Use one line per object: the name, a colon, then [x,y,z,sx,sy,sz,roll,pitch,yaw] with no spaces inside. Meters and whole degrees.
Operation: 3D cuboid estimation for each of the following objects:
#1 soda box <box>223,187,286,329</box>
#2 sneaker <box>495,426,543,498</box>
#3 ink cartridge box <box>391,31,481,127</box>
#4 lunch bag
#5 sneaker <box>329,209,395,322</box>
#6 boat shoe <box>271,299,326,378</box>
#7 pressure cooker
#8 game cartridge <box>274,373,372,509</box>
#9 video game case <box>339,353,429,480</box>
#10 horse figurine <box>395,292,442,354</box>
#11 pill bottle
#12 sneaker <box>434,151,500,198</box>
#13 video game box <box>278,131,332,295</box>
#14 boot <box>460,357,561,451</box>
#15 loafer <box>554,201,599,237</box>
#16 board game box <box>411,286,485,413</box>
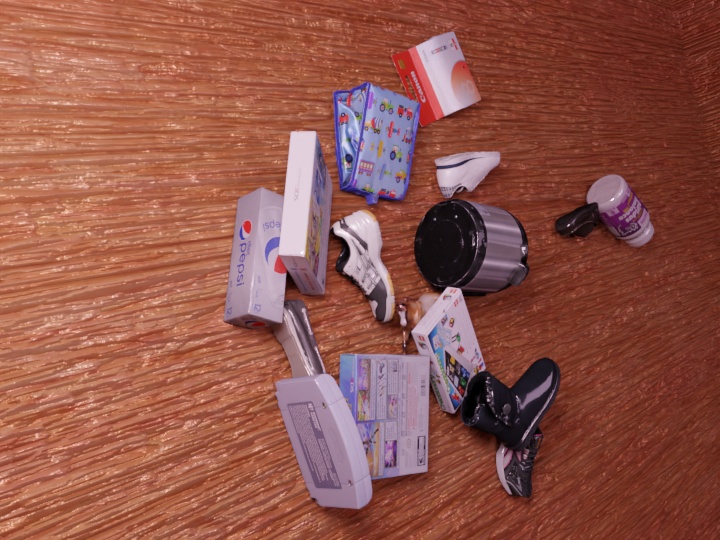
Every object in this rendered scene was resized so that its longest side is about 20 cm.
soda box: [-0.153,-0.018,1.124,0.063,0.068,0.202,20,64,-40]
sneaker: [0.323,0.351,1.481,0.080,0.086,0.202,2,77,-43]
ink cartridge box: [0.164,-0.407,1.566,0.200,0.050,0.163,-34,103,-48]
lunch bag: [0.030,-0.221,1.362,0.150,0.093,0.202,7,83,-46]
sneaker: [0.000,0.000,1.283,0.087,0.076,0.202,-19,103,-16]
boat shoe: [-0.080,0.139,1.154,0.057,0.067,0.202,-20,90,-41]
pressure cooker: [0.226,-0.041,1.432,0.199,0.178,0.178,4,72,-43]
game cartridge: [-0.053,0.252,1.101,0.041,0.133,0.202,-21,94,-38]
video game case: [0.041,0.241,1.243,0.180,0.045,0.202,8,82,-44]
horse figurine: [0.124,0.092,1.369,0.199,0.050,0.134,-23,108,-47]
pill bottle: [0.701,-0.154,1.985,0.200,0.112,0.113,40,53,-29]
sneaker: [0.227,-0.208,1.567,0.199,0.076,0.081,-19,103,-41]
video game box: [-0.082,-0.084,1.159,0.182,0.046,0.202,79,14,-69]
boot: [0.286,0.229,1.409,0.168,0.076,0.201,36,78,-34]
loafer: [0.553,-0.117,1.854,0.199,0.073,0.072,-25,94,-46]
board game box: [0.166,0.148,1.367,0.126,0.034,0.201,-46,130,-33]
